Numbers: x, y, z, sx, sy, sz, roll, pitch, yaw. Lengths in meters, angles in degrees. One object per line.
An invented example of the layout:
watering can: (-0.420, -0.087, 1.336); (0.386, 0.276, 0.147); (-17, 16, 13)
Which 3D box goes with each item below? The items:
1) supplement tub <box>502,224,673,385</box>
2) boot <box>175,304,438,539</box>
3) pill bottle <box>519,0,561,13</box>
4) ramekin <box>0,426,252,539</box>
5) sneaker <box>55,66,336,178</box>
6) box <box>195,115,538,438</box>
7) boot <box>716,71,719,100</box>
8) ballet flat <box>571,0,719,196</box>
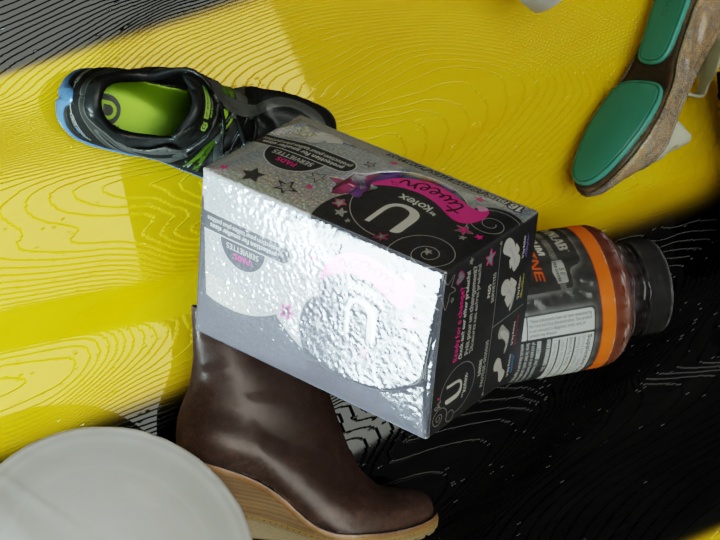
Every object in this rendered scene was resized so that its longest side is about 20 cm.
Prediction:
supplement tub: (0.123, 0.025, 1.593); (0.198, 0.107, 0.108); (-9, 96, -19)
boot: (-0.032, 0.109, 1.559); (0.198, 0.072, 0.168); (5, 94, -16)
pill bottle: (0.080, -0.278, 1.558); (0.200, 0.112, 0.113); (40, 80, -18)
ramekin: (-0.175, 0.213, 1.468); (0.200, 0.094, 0.204); (7, 59, -11)
sneaker: (-0.109, -0.099, 1.515); (0.198, 0.083, 0.071); (9, 89, -22)
box: (0.000, 0.000, 1.456); (0.115, 0.199, 0.133); (-33, 137, -46)
boot: (0.360, -0.081, 1.688); (0.199, 0.076, 0.170); (-12, 103, -26)
ballet flat: (0.228, -0.133, 1.645); (0.067, 0.068, 0.201); (32, 83, -34)
